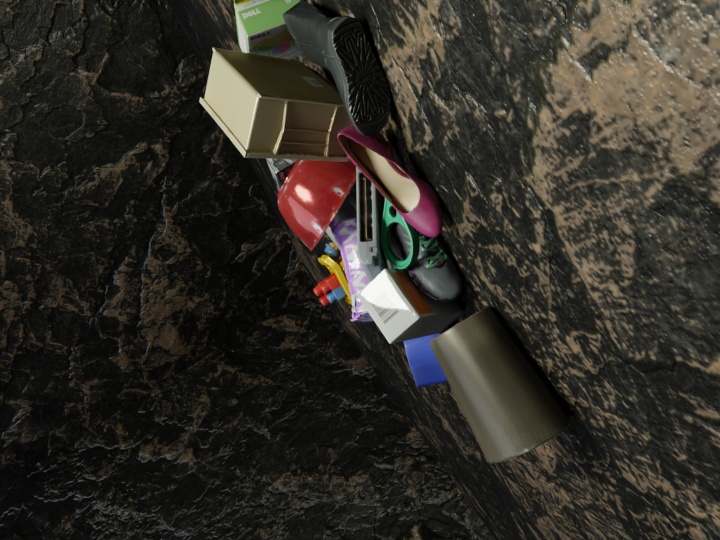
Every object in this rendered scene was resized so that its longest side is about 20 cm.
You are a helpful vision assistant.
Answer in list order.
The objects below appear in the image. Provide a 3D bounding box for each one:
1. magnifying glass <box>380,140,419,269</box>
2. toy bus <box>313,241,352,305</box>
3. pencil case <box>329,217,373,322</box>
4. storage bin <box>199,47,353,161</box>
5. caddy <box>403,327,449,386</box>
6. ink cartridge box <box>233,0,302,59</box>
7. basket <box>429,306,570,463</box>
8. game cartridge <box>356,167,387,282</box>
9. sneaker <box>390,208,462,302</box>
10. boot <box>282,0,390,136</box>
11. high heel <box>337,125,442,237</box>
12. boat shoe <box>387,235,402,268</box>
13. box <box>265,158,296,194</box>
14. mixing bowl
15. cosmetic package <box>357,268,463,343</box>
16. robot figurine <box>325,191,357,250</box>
[{"bbox_3d":[0.053,-0.102,0.946,0.079,0.022,0.202,3,104,55],"label":"magnifying glass"},{"bbox_3d":[-0.033,-0.012,1.400,0.201,0.191,0.136,61,172,-6],"label":"toy bus"},{"bbox_3d":[0.000,0.000,1.103,0.084,0.085,0.202,-45,54,56],"label":"pencil case"},{"bbox_3d":[-0.123,-0.263,0.951,0.200,0.197,0.094,49,130,41],"label":"storage bin"},{"bbox_3d":[0.149,0.154,1.242,0.201,0.104,0.142,68,-171,-49],"label":"caddy"},{"bbox_3d":[-0.145,-0.401,0.969,0.200,0.103,0.060,155,92,-81],"label":"ink cartridge box"},{"bbox_3d":[0.203,0.171,0.921,0.201,0.135,0.180,60,168,12],"label":"basket"},{"bbox_3d":[0.021,-0.082,1.023,0.133,0.041,0.202,73,-165,-69],"label":"game cartridge"},{"bbox_3d":[0.099,-0.041,0.964,0.201,0.074,0.088,56,166,18],"label":"sneaker"},{"bbox_3d":[-0.039,-0.298,0.872,0.200,0.065,0.166,43,155,52],"label":"boot"},{"bbox_3d":[0.040,-0.125,0.870,0.201,0.067,0.096,52,-147,14],"label":"high heel"},{"bbox_3d":[0.088,-0.023,1.119,0.075,0.092,0.201,65,148,33],"label":"boat shoe"},{"bbox_3d":[-0.102,-0.205,1.237,0.050,0.157,0.200,54,171,21],"label":"box"},{"bbox_3d":[-0.085,-0.149,1.106,0.108,0.201,0.200,31,174,-9],"label":"mixing bowl"},{"bbox_3d":[0.091,0.057,1.023,0.102,0.071,0.199,55,-157,18],"label":"cosmetic package"},{"bbox_3d":[-0.002,-0.080,1.240,0.200,0.112,0.171,51,156,37],"label":"robot figurine"}]
